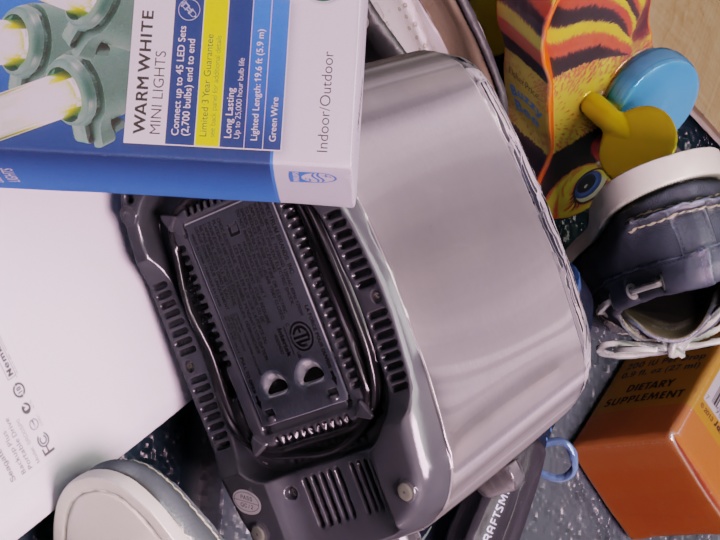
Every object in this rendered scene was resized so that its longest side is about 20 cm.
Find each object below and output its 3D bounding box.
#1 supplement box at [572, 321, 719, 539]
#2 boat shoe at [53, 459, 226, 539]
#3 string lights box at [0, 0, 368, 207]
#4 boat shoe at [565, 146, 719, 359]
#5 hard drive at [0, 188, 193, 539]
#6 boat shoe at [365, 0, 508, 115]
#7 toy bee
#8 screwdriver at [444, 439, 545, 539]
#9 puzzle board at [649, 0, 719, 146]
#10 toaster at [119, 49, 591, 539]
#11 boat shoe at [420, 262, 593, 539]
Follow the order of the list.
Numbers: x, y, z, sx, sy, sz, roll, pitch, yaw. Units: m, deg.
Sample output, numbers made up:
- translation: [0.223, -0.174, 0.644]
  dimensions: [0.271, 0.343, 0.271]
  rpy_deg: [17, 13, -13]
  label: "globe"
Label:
- translation: [0.179, 0.035, 1.138]
  dimensions: [0.069, 0.066, 0.200]
  rpy_deg: [55, 50, -21]
  label: "supplement box"
- translation: [-0.049, 0.140, 0.892]
  dimensions: [0.201, 0.072, 0.062]
  rpy_deg: [61, 40, -26]
  label: "boat shoe"
- translation: [-0.098, -0.081, 0.787]
  dimensions: [0.059, 0.198, 0.104]
  rpy_deg: [85, 8, -79]
  label: "string lights box"
- translation: [0.133, 0.005, 1.024]
  dimensions: [0.074, 0.200, 0.062]
  rpy_deg: [-14, 75, -7]
  label: "boat shoe"
- translation: [-0.115, 0.007, 0.868]
  dimensions: [0.200, 0.027, 0.133]
  rpy_deg: [-39, 112, -41]
  label: "hard drive"
- translation: [0.000, -0.134, 0.980]
  dimensions: [0.074, 0.060, 0.201]
  rpy_deg: [-37, 111, -40]
  label: "boat shoe"
- translation: [0.095, -0.063, 1.034]
  dimensions: [0.108, 0.131, 0.201]
  rpy_deg: [-36, 120, -10]
  label: "toy bee"
- translation: [0.024, 0.151, 0.910]
  dimensions: [0.029, 0.028, 0.201]
  rpy_deg: [40, 67, -30]
  label: "screwdriver"
- translation: [0.192, -0.162, 1.214]
  dimensions: [0.151, 0.017, 0.201]
  rpy_deg: [41, 58, -35]
  label: "puzzle board"
- translation: [0.000, 0.000, 0.888]
  dimensions: [0.129, 0.113, 0.201]
  rpy_deg: [-23, 91, -49]
  label: "toaster"
- translation: [0.036, 0.085, 0.989]
  dimensions: [0.200, 0.084, 0.069]
  rpy_deg: [-52, 129, -17]
  label: "boat shoe"
